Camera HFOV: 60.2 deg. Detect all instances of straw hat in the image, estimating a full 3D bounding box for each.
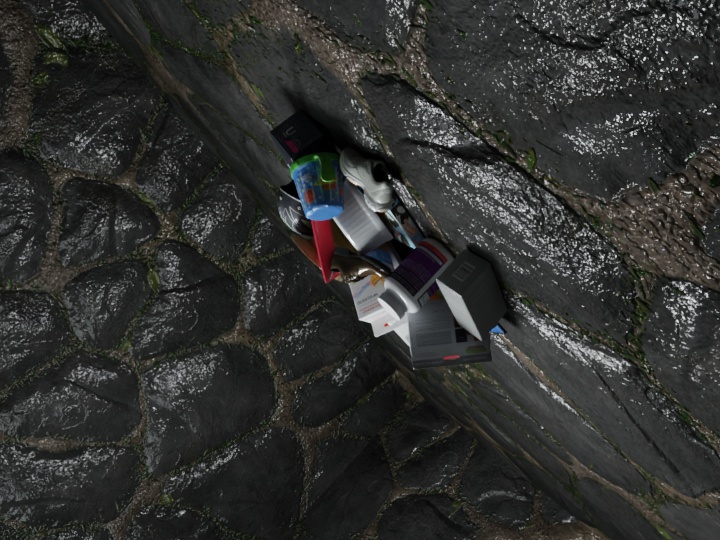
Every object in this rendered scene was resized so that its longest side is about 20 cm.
[{"bbox_3d":[-0.099,-0.068,1.761,0.201,0.085,0.201,41,-173,-6],"label":"straw hat"}]

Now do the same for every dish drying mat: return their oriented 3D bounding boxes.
[{"bbox_3d":[-0.093,-0.074,1.655,0.018,0.077,0.203,-3,104,32],"label":"dish drying mat"}]

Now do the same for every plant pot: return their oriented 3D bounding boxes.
[{"bbox_3d":[-0.037,-0.124,1.751,0.200,0.201,0.027,49,142,-17],"label":"plant pot"}]

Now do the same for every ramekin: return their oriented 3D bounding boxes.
[{"bbox_3d":[-0.008,-0.139,1.639,0.202,0.097,0.201,54,-176,-6],"label":"ramekin"}]

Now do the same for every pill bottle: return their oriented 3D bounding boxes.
[{"bbox_3d":[0.136,0.023,1.525,0.112,0.200,0.113,43,170,10],"label":"pill bottle"}]

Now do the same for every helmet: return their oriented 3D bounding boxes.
[{"bbox_3d":[-0.146,-0.196,1.837,0.200,0.191,0.200,45,173,7],"label":"helmet"}]

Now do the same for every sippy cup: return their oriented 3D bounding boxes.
[{"bbox_3d":[-0.096,-0.197,1.513,0.178,0.138,0.132,25,-128,-66],"label":"sippy cup"}]

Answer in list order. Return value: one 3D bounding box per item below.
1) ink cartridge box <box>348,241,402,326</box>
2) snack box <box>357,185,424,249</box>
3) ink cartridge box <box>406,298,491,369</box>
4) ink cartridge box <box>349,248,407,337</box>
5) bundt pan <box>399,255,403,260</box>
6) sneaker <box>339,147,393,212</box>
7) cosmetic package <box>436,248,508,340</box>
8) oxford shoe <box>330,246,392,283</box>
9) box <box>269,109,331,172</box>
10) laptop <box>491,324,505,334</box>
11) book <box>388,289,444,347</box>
[{"bbox_3d":[0.060,0.041,1.714,0.050,0.162,0.202,11,-134,-61],"label":"ink cartridge box"},{"bbox_3d":[0.077,-0.146,1.568,0.201,0.037,0.116,52,171,-31],"label":"snack box"},{"bbox_3d":[0.221,0.166,1.552,0.084,0.197,0.178,67,-161,-61],"label":"ink cartridge box"},{"bbox_3d":[0.043,0.060,1.644,0.068,0.114,0.203,20,-131,-57],"label":"ink cartridge box"},{"bbox_3d":[0.090,0.006,1.838,0.202,0.075,0.203,44,-155,-27],"label":"bundt pan"},{"bbox_3d":[0.022,-0.231,1.423,0.201,0.075,0.093,54,143,30],"label":"sneaker"},{"bbox_3d":[0.261,0.059,1.430,0.090,0.107,0.201,35,163,38],"label":"cosmetic package"},{"bbox_3d":[0.000,0.000,1.602,0.198,0.086,0.072,15,172,44],"label":"oxford shoe"},{"bbox_3d":[-0.138,-0.296,1.631,0.123,0.106,0.201,50,173,32],"label":"box"},{"bbox_3d":[0.274,0.144,1.715,0.177,0.200,0.103,47,-153,-4],"label":"laptop"},{"bbox_3d":[0.173,0.110,1.658,0.134,0.199,0.048,46,-156,-11],"label":"book"}]
